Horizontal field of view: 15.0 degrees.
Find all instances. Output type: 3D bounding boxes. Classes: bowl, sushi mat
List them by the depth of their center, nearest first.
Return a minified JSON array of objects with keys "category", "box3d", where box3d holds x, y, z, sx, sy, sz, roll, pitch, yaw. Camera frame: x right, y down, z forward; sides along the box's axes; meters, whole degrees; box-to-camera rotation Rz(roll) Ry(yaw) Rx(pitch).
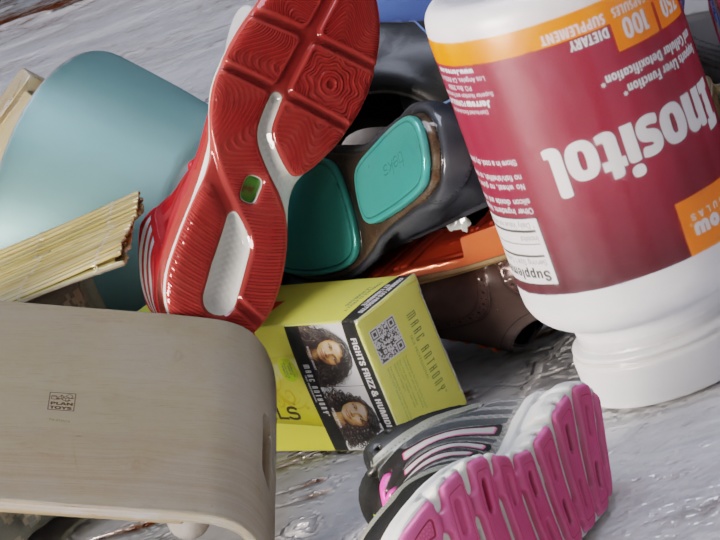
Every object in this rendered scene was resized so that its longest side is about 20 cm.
[{"category":"sushi mat","box3d":[-0.200,0.014,1.373,0.200,0.012,0.096,-22,16,11]},{"category":"bowl","box3d":[-0.113,-0.017,1.534,0.105,0.201,0.201,10,27,23]}]

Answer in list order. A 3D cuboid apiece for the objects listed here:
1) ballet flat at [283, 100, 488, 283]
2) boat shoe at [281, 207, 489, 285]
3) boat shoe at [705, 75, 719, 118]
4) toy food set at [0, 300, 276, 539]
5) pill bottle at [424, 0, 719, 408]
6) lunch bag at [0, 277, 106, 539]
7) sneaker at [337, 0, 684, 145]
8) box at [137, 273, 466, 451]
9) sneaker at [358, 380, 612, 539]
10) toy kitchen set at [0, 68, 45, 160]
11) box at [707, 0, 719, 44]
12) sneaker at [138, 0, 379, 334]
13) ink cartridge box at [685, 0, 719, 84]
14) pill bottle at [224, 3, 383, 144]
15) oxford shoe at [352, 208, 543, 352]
[{"category":"ballet flat","box3d":[0.016,-0.036,1.358,0.073,0.073,0.200,-30,2,-30]},{"category":"boat shoe","box3d":[0.000,0.000,1.491,0.200,0.072,0.068,-26,15,-30]},{"category":"boat shoe","box3d":[0.157,-0.070,1.393,0.074,0.067,0.200,9,-3,24]},{"category":"toy food set","box3d":[-0.137,0.082,1.253,0.200,0.060,0.144,5,36,-3]},{"category":"pill bottle","box3d":[0.112,-0.045,1.244,0.113,0.200,0.113,-20,15,5]},{"category":"lunch bag","box3d":[-0.226,0.087,1.412,0.200,0.118,0.164,-13,19,50]},{"category":"sneaker","box3d":[0.068,-0.104,1.395,0.200,0.078,0.070,-6,-20,14]},{"category":"box","box3d":[-0.042,0.049,1.373,0.200,0.075,0.050,-3,25,48]},{"category":"sneaker","box3d":[0.033,0.101,1.092,0.087,0.074,0.200,-13,12,27]},{"category":"toy kitchen set","box3d":[-0.175,0.022,1.698,0.200,0.180,0.163,-51,54,9]},{"category":"box","box3d":[0.237,-0.132,1.437,0.095,0.100,0.200,-19,-12,6]},{"category":"sneaker","box3d":[-0.065,-0.063,1.362,0.200,0.078,0.115,-65,22,-8]},{"category":"ink cartridge box","box3d":[0.197,-0.168,1.677,0.200,0.083,0.147,-8,-13,40]},{"category":"pill bottle","box3d":[0.031,-0.105,1.507,0.200,0.112,0.112,-1,8,-19]},{"category":"oxford shoe","box3d":[0.047,0.017,1.379,0.200,0.073,0.071,-22,13,42]}]
